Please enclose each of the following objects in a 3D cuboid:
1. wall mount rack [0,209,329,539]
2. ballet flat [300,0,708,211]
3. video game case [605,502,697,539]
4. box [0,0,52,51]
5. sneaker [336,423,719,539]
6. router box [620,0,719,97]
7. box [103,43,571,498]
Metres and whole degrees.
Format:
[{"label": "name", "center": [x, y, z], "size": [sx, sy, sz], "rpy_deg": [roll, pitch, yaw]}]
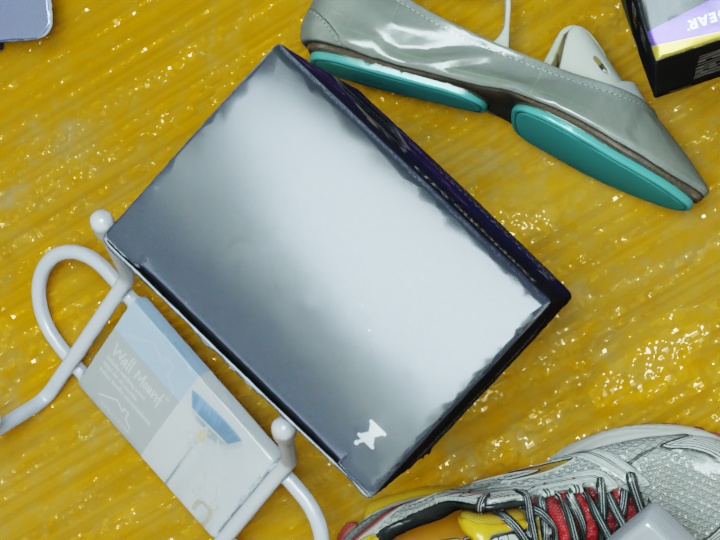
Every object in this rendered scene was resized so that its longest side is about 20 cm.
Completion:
[{"label": "wall mount rack", "center": [-0.089, 0.061, 0.870], "size": [0.200, 0.074, 0.174], "rpy_deg": [47, 131, 11]}, {"label": "ballet flat", "center": [0.071, -0.091, 0.884], "size": [0.199, 0.067, 0.064], "rpy_deg": [22, 83, 6]}, {"label": "video game case", "center": [0.126, 0.221, 0.854], "size": [0.182, 0.022, 0.200], "rpy_deg": [43, 121, -1]}, {"label": "box", "center": [-0.242, -0.161, 0.943], "size": [0.199, 0.032, 0.122], "rpy_deg": [-3, 91, 10]}, {"label": "sneaker", "center": [0.081, 0.124, 0.876], "size": [0.199, 0.082, 0.078], "rpy_deg": [-18, 88, 8]}, {"label": "router box", "center": [0.120, -0.159, 0.806], "size": [0.052, 0.200, 0.158], "rpy_deg": [-18, 88, 8]}, {"label": "box", "center": [0.000, 0.000, 0.826], "size": [0.148, 0.200, 0.104], "rpy_deg": [44, 96, 5]}]
